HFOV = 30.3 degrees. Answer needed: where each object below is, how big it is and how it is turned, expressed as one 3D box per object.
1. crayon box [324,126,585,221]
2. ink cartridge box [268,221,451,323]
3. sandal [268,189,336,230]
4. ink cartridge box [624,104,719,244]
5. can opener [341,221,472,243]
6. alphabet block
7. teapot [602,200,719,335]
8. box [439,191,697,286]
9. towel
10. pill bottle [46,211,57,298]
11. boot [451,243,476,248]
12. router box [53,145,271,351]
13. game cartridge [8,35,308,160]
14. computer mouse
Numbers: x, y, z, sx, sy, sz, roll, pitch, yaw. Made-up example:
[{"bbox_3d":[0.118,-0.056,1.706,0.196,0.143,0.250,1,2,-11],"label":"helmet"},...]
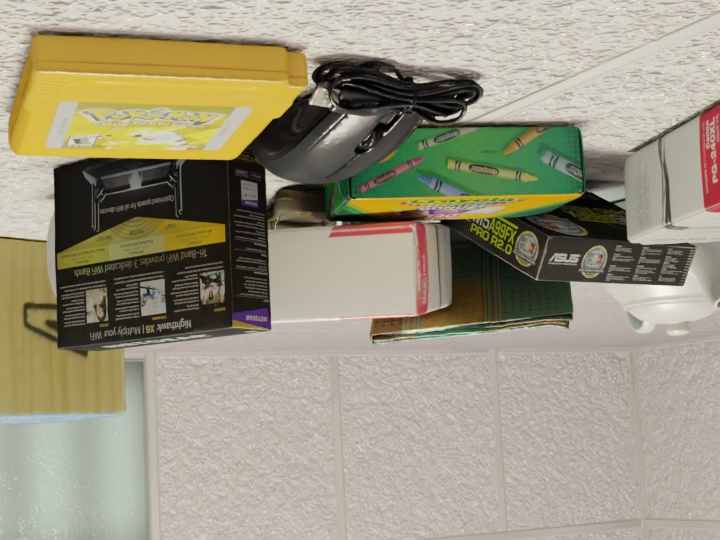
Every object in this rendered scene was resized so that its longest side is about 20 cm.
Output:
[{"bbox_3d":[0.076,-0.080,1.117,0.198,0.059,0.119,-2,174,-10],"label":"crayon box"},{"bbox_3d":[0.000,0.000,1.213,0.144,0.086,0.200,-3,-178,12],"label":"ink cartridge box"},{"bbox_3d":[-0.057,-0.041,1.365,0.081,0.055,0.200,-2,172,-9],"label":"sandal"},{"bbox_3d":[0.328,-0.080,1.128,0.144,0.084,0.200,-2,173,-13],"label":"ink cartridge box"},{"bbox_3d":[0.076,-0.051,1.350,0.198,0.053,0.066,-1,173,-18],"label":"can opener"},{"bbox_3d":[-0.408,0.079,1.577,0.194,0.202,0.195,-11,169,41],"label":"alphabet block"},{"bbox_3d":[0.349,0.000,1.494,0.196,0.148,0.199,-8,172,33],"label":"teapot"},{"bbox_3d":[0.197,-0.037,1.274,0.198,0.045,0.160,3,-160,-35],"label":"box"},{"bbox_3d":[0.113,0.019,1.325,0.198,0.022,0.147,-6,-147,12],"label":"towel"},{"bbox_3d":[-0.191,-0.017,1.283,0.198,0.114,0.112,3,171,-37],"label":"pill bottle"},{"bbox_3d":[0.133,-0.033,1.462,0.200,0.138,0.078,34,158,45],"label":"boot"},{"bbox_3d":[-0.167,-0.020,1.099,0.198,0.159,0.052,-7,171,34],"label":"router box"},{"bbox_3d":[-0.143,-0.112,0.900,0.174,0.033,0.200,-1,173,-19],"label":"game cartridge"},{"bbox_3d":[-0.017,-0.098,0.971,0.137,0.053,0.199,1,171,-34],"label":"computer mouse"}]
